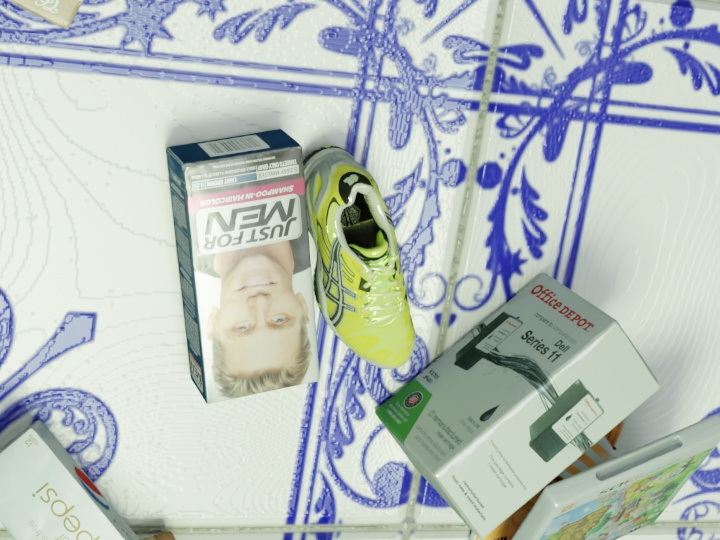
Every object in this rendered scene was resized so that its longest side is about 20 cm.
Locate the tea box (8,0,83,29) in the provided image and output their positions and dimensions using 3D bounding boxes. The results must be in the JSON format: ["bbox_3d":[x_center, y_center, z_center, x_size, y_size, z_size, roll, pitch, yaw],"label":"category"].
[{"bbox_3d":[-0.250,-0.301,1.065,0.199,0.134,0.198,24,98,-27],"label":"tea box"}]

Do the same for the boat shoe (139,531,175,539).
[{"bbox_3d":[-0.148,0.308,1.350,0.071,0.076,0.201,-28,117,-13],"label":"boat shoe"}]

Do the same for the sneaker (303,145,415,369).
[{"bbox_3d":[0.000,0.000,1.299,0.075,0.076,0.201,-27,117,-12],"label":"sneaker"}]

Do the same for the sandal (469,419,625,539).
[{"bbox_3d":[0.182,0.197,1.447,0.079,0.059,0.207,34,93,-28],"label":"sandal"}]

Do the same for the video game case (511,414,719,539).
[{"bbox_3d":[0.216,0.209,1.408,0.181,0.022,0.200,-19,154,-22],"label":"video game case"}]

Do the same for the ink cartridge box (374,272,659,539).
[{"bbox_3d":[0.131,0.109,1.349,0.200,0.147,0.083,-39,116,-6],"label":"ink cartridge box"}]

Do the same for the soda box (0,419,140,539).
[{"bbox_3d":[-0.219,0.217,1.256,0.068,0.064,0.200,-39,94,-4],"label":"soda box"}]

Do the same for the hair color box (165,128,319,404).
[{"bbox_3d":[-0.092,-0.003,1.271,0.099,0.061,0.202,-11,112,-17],"label":"hair color box"}]
